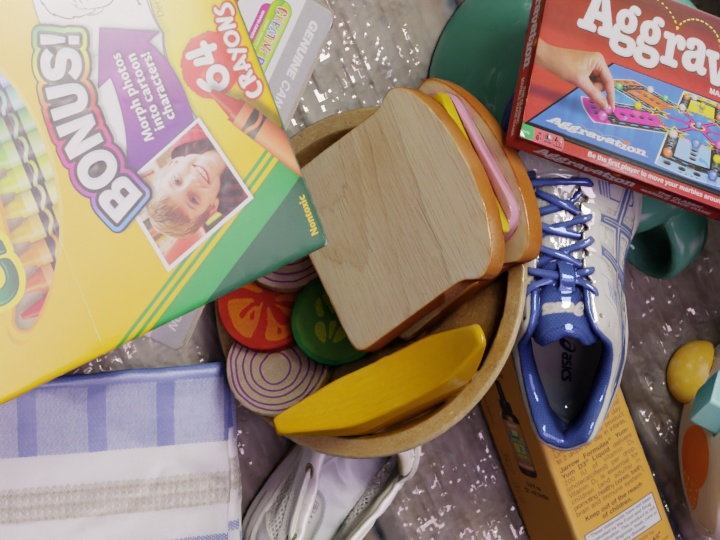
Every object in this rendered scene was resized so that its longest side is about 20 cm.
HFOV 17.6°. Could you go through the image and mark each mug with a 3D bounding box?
[{"bbox_3d":[0.142,-0.088,1.304,0.185,0.114,0.152,20,87,-28],"label":"mug"}]

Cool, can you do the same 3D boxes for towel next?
[{"bbox_3d":[-0.130,0.151,1.243,0.146,0.024,0.201,-4,96,-25],"label":"towel"}]

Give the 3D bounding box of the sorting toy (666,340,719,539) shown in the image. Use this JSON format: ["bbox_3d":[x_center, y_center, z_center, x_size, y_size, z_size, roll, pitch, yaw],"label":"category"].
[{"bbox_3d":[0.270,0.067,1.331,0.200,0.180,0.107,-32,93,-3],"label":"sorting toy"}]

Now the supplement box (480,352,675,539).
[{"bbox_3d":[0.122,0.106,1.346,0.069,0.066,0.200,-30,110,-21],"label":"supplement box"}]

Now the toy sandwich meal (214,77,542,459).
[{"bbox_3d":[0.000,0.000,1.198,0.070,0.205,0.206,16,89,-61],"label":"toy sandwich meal"}]

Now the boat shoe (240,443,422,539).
[{"bbox_3d":[0.009,0.090,1.281,0.071,0.069,0.200,31,81,-26],"label":"boat shoe"}]

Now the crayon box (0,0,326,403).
[{"bbox_3d":[-0.131,-0.068,1.027,0.172,0.058,0.200,-27,104,-23],"label":"crayon box"}]

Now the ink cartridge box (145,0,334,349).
[{"bbox_3d":[-0.135,-0.084,1.174,0.175,0.084,0.200,28,83,-26],"label":"ink cartridge box"}]

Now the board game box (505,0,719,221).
[{"bbox_3d":[0.174,-0.083,1.203,0.199,0.019,0.103,18,71,-20],"label":"board game box"}]

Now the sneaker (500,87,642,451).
[{"bbox_3d":[0.112,-0.002,1.213,0.075,0.088,0.201,-5,112,8],"label":"sneaker"}]
